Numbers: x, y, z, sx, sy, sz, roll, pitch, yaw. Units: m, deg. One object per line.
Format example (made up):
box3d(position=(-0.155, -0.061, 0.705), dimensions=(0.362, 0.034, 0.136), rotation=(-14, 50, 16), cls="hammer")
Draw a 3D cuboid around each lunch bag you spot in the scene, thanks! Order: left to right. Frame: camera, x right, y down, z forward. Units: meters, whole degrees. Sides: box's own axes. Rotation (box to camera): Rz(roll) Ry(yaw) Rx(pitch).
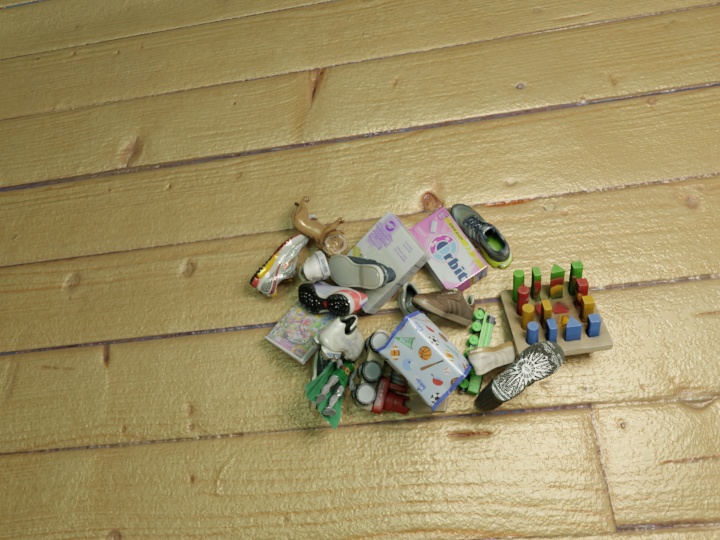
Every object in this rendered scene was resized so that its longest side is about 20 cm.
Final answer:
box3d(position=(0.139, 0.178, 1.196), dimensions=(0.170, 0.200, 0.124), rotation=(46, 105, 10), cls="lunch bag")

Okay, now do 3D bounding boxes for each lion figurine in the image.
box3d(position=(-0.112, -0.104, 1.443), dimensions=(0.197, 0.074, 0.123), rotation=(25, 43, 16), cls="lion figurine")

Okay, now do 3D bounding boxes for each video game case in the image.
box3d(position=(-0.118, 0.116, 1.369), dimensions=(0.142, 0.018, 0.200), rotation=(22, 62, 41), cls="video game case")

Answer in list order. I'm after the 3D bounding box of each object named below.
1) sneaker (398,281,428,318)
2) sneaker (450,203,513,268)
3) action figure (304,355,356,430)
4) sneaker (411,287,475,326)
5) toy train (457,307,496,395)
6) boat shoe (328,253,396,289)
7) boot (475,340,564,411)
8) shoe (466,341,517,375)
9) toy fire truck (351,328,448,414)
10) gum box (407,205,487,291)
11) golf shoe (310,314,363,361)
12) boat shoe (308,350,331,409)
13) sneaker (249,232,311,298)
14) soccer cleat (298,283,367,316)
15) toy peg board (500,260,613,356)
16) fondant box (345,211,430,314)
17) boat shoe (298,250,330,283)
box3d(position=(0.131, 0.120, 1.331), dimensions=(0.074, 0.092, 0.204), rotation=(-21, 67, 1), cls="sneaker")
box3d(position=(0.294, -0.097, 1.393), dimensions=(0.074, 0.081, 0.200), rotation=(-41, 68, -8), cls="sneaker")
box3d(position=(-0.047, 0.241, 1.284), dimensions=(0.054, 0.201, 0.120), rotation=(-22, 107, 26), cls="action figure")
box3d(position=(0.188, 0.068, 1.294), dimensions=(0.070, 0.198, 0.077), rotation=(15, 85, 45), cls="sneaker")
box3d(position=(0.266, 0.184, 1.312), dimensions=(0.055, 0.042, 0.204), rotation=(16, 72, 5), cls="toy train")
box3d(position=(0.000, 0.000, 1.332), dimensions=(0.198, 0.061, 0.077), rotation=(5, 98, 50), cls="boat shoe")
box3d(position=(0.325, 0.228, 1.197), dimensions=(0.179, 0.201, 0.073), rotation=(-29, 66, -4), cls="boot")
box3d(position=(0.286, 0.188, 1.233), dimensions=(0.069, 0.198, 0.055), rotation=(-25, 73, 34), cls="shoe")
box3d(position=(0.095, 0.242, 1.288), dimensions=(0.196, 0.129, 0.180), rotation=(18, 76, -5), cls="toy fire truck")
box3d(position=(0.205, -0.046, 1.396), dimensions=(0.112, 0.066, 0.202), rotation=(-32, 67, -3), cls="gum box")
box3d(position=(-0.025, 0.144, 1.278), dimensions=(0.078, 0.199, 0.098), rotation=(42, 103, 17), cls="golf shoe")
box3d(position=(-0.083, 0.225, 1.341), dimensions=(0.064, 0.075, 0.203), rotation=(8, 53, -13), cls="boat shoe")
box3d(position=(-0.190, -0.016, 1.458), dimensions=(0.082, 0.078, 0.201), rotation=(44, 71, -12), cls="sneaker")
box3d(position=(-0.069, 0.065, 1.344), dimensions=(0.197, 0.072, 0.070), rotation=(7, 106, 46), cls="soccer cleat")
box3d(position=(0.420, 0.076, 1.251), dimensions=(0.195, 0.099, 0.201), rotation=(-8, 40, 5), cls="toy peg board")
box3d(position=(0.049, -0.018, 1.383), dimensions=(0.200, 0.058, 0.145), rotation=(-45, 66, 13), cls="fondant box")
box3d(position=(-0.114, -0.002, 1.366), dimensions=(0.068, 0.200, 0.073), rotation=(-18, 94, -6), cls="boat shoe")
